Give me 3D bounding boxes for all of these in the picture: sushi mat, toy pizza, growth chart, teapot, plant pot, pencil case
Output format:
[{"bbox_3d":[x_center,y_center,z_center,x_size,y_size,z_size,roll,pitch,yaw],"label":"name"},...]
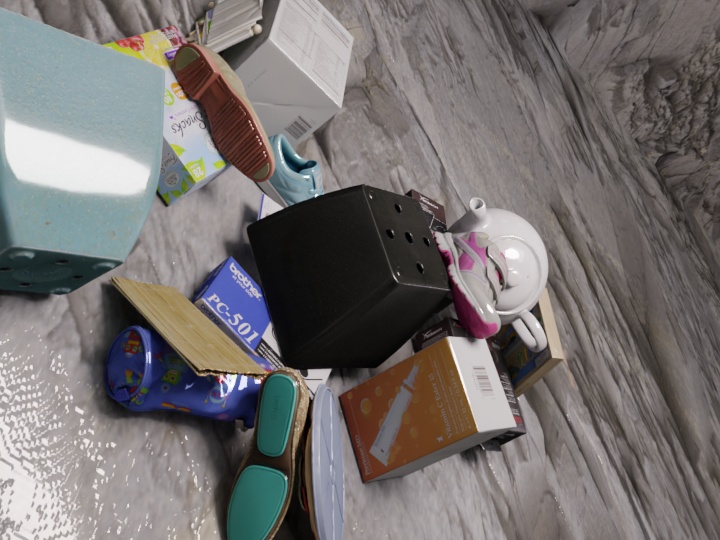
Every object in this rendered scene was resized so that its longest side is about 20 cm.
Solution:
[{"bbox_3d":[-0.187,0.060,0.836,0.199,0.012,0.095,35,12,39],"label":"sushi mat"},{"bbox_3d":[-0.046,0.234,0.908,0.200,0.031,0.205,-5,90,-85],"label":"toy pizza"},{"bbox_3d":[-0.198,-0.378,1.176,0.202,0.142,0.018,-88,155,-46],"label":"growth chart"},{"bbox_3d":[0.215,0.005,1.218,0.196,0.201,0.146,16,7,-14],"label":"teapot"},{"bbox_3d":[0.000,0.000,1.023,0.198,0.176,0.203,9,56,-53],"label":"plant pot"},{"bbox_3d":[-0.310,-0.090,0.755,0.194,0.194,0.204,8,67,-50],"label":"plant pot"},{"bbox_3d":[-0.178,0.122,0.854,0.198,0.077,0.089,22,59,-43],"label":"pencil case"}]

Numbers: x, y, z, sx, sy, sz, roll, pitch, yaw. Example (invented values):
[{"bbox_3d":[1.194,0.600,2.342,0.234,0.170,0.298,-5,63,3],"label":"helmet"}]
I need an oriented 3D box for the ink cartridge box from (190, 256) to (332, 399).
[{"bbox_3d":[-0.124,0.088,0.980,0.200,0.044,0.095,48,33,-16],"label":"ink cartridge box"}]

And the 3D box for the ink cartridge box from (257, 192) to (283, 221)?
[{"bbox_3d":[-0.084,-0.017,1.125,0.199,0.039,0.101,38,38,-32],"label":"ink cartridge box"}]

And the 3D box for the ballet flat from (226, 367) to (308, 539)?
[{"bbox_3d":[-0.093,0.206,0.853,0.065,0.069,0.204,18,89,-75],"label":"ballet flat"}]

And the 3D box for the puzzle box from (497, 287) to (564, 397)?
[{"bbox_3d":[0.266,0.135,1.329,0.025,0.201,0.135,9,53,-21],"label":"puzzle box"}]

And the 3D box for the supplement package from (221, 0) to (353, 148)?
[{"bbox_3d":[-0.119,-0.314,1.210,0.150,0.151,0.202,38,38,-28],"label":"supplement package"}]

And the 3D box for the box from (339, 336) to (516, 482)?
[{"bbox_3d":[0.085,0.185,1.040,0.097,0.199,0.127,7,57,-49],"label":"box"}]

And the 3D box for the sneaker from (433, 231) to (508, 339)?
[{"bbox_3d":[0.159,0.006,1.054,0.202,0.086,0.082,-104,178,-49],"label":"sneaker"}]

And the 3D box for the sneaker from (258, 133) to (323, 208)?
[{"bbox_3d":[-0.081,-0.116,1.167,0.200,0.081,0.075,45,36,-20],"label":"sneaker"}]

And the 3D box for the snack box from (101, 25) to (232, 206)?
[{"bbox_3d":[-0.248,-0.209,1.033,0.202,0.067,0.169,55,32,-9],"label":"snack box"}]

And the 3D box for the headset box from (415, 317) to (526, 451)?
[{"bbox_3d":[0.180,0.193,1.261,0.147,0.074,0.204,18,50,-45],"label":"headset box"}]

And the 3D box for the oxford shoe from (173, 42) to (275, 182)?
[{"bbox_3d":[-0.162,-0.211,1.026,0.202,0.070,0.074,60,29,-1],"label":"oxford shoe"}]

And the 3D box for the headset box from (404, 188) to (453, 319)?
[{"bbox_3d":[0.066,0.004,1.202,0.074,0.148,0.203,23,47,-30],"label":"headset box"}]
